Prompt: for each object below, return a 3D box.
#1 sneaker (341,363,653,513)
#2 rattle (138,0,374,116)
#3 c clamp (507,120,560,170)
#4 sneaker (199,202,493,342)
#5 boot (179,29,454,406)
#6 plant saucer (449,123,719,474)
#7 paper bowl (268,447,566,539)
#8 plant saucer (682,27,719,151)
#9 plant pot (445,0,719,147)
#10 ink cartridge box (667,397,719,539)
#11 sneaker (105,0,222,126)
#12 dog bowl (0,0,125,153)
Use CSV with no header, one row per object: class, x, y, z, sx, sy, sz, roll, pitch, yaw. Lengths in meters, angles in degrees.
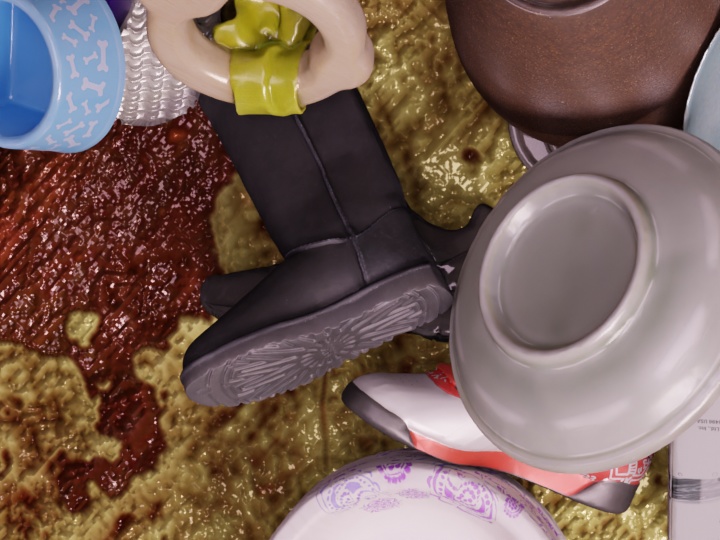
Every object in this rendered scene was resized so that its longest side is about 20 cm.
sneaker,0.093,0.065,1.042,0.200,0.067,0.109,20,100,-19
rattle,-0.070,-0.187,0.971,0.129,0.200,0.144,1,62,43
c clamp,0.195,-0.102,1.055,0.200,0.027,0.171,-40,89,9
sneaker,0.000,0.000,1.078,0.198,0.076,0.092,-2,86,1
boot,-0.055,-0.036,1.031,0.163,0.066,0.201,-21,64,-7
plant saucer,0.119,0.006,0.944,0.199,0.050,0.202,-21,56,34
paper bowl,0.036,0.208,1.068,0.198,0.104,0.203,1,96,9
plant saucer,0.267,-0.100,1.003,0.199,0.039,0.203,-8,119,-14
plant pot,0.122,-0.168,0.959,0.185,0.200,0.189,0,88,13
ink cartridge box,0.246,0.091,0.998,0.145,0.083,0.202,1,122,9
sneaker,-0.129,-0.191,1.073,0.069,0.100,0.202,-6,125,-21
dog bowl,-0.234,-0.134,1.065,0.198,0.049,0.113,18,112,29
